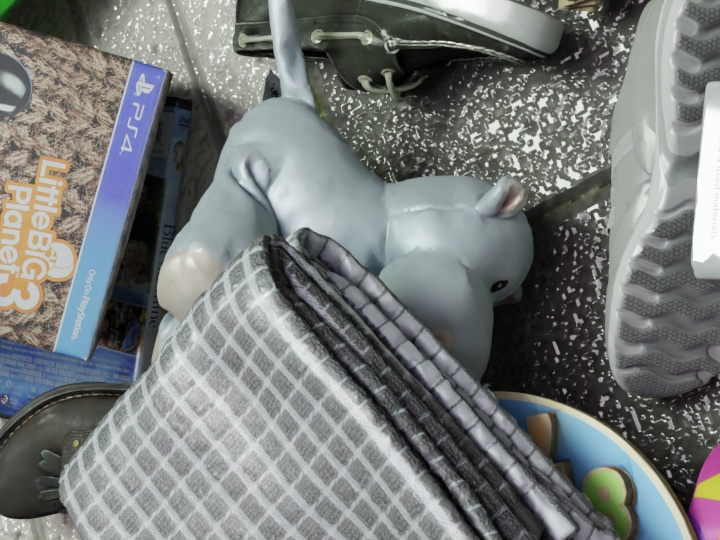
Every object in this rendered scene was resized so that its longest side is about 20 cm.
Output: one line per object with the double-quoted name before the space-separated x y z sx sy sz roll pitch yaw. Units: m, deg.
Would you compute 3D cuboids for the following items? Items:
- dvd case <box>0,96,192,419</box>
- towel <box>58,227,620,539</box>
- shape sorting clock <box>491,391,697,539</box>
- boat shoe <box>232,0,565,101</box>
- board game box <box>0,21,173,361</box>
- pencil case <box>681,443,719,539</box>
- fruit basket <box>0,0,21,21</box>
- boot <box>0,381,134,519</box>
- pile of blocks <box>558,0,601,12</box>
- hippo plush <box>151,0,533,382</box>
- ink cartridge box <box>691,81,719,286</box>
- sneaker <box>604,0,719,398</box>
"dvd case" -0.172 -0.007 1.034 0.143 0.018 0.200 8 90 32
"towel" -0.018 0.105 0.743 0.200 0.086 0.166 48 115 15
"shape sorting clock" 0.058 0.153 0.780 0.200 0.039 0.200 -2 86 29
"boat shoe" 0.016 -0.120 0.908 0.200 0.071 0.064 16 92 39
"board game box" -0.217 -0.058 0.942 0.200 0.097 0.160 15 94 -6
"pencil case" 0.232 0.130 0.739 0.200 0.088 0.088 6 88 32
"fruit basket" -0.270 -0.236 1.044 0.155 0.216 0.216 -41 66 21
"boot" -0.132 0.128 0.905 0.200 0.069 0.174 -24 30 21
"pile of blocks" 0.076 -0.167 0.849 0.200 0.062 0.082 9 101 48
"hippo plush" 0.000 0.000 0.873 0.161 0.159 0.200 16 59 5
"ink cartridge box" 0.254 -0.024 0.705 0.200 0.145 0.083 2 83 31
"sneaker" 0.152 -0.039 0.824 0.075 0.082 0.200 6 101 -13
